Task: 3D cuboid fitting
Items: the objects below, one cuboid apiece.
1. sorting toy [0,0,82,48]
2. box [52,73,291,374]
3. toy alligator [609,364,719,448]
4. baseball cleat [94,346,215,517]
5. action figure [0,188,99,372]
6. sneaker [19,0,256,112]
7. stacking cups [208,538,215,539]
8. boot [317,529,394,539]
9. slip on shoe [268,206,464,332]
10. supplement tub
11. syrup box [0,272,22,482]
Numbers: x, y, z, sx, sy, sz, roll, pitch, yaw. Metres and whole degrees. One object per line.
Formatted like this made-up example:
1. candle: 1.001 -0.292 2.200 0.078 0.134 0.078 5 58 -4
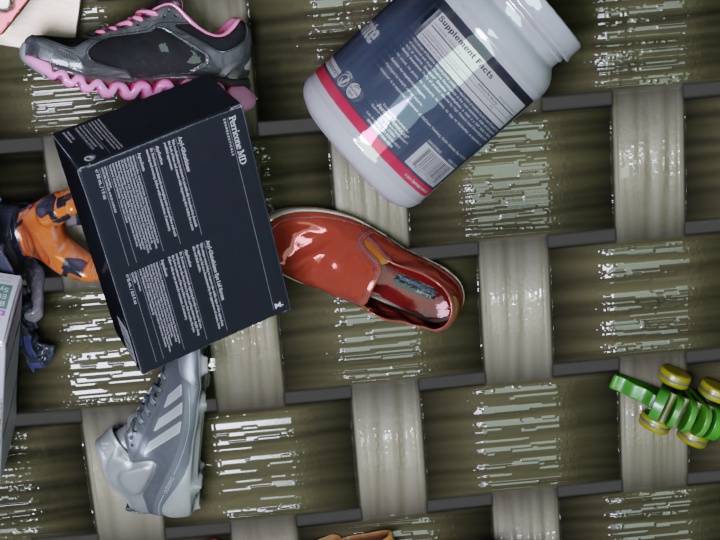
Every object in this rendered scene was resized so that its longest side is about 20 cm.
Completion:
1. sorting toy: -0.320 -0.283 1.238 0.199 0.070 0.200 9 107 -6
2. box: -0.150 -0.037 1.253 0.141 0.079 0.201 -22 125 -16
3. toy alligator: 0.325 0.138 1.411 0.199 0.054 0.060 20 106 -9
4. baseball cleat: -0.184 0.131 1.376 0.106 0.070 0.201 3 107 -4
5. action figure: -0.277 -0.011 1.333 0.192 0.105 0.201 -4 135 5
6. sneaker: -0.180 -0.186 1.272 0.199 0.079 0.096 5 100 -21
7. stacking cups: -0.194 0.335 1.450 0.200 0.061 0.061 -42 105 6
8. boot: -0.041 0.331 1.454 0.200 0.071 0.145 -22 101 1
9. slip on shoe: 0.000 0.000 1.349 0.199 0.061 0.074 23 107 -8
10. supplement tub: 0.065 -0.162 1.259 0.200 0.140 0.140 -41 105 9
11. syrup box: -0.335 0.091 1.307 0.078 0.082 0.201 9 134 -6
